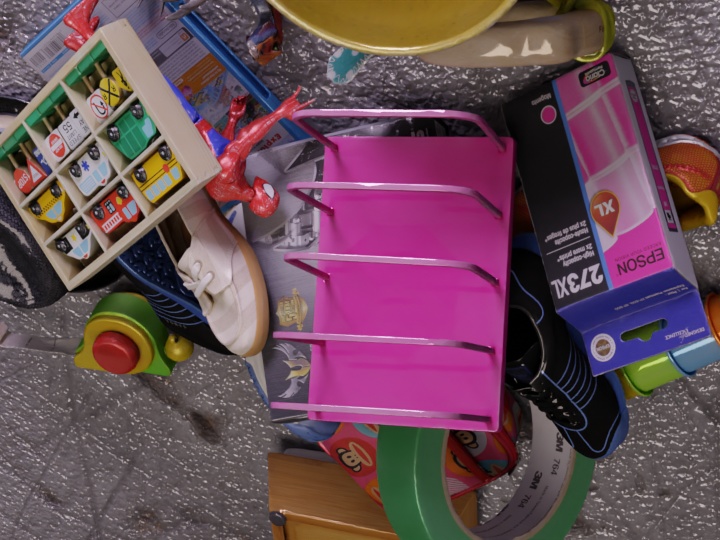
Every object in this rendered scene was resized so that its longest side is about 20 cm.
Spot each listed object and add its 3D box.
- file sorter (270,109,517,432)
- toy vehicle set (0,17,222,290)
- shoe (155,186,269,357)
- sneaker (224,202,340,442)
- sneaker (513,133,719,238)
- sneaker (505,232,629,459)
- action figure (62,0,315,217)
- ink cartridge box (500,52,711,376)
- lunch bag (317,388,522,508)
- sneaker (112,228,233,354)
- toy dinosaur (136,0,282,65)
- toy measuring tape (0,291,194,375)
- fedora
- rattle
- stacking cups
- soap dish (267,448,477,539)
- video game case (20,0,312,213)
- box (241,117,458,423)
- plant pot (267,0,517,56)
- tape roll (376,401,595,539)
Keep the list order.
[{"bbox_3d":[0.020,0.001,0.964,0.137,0.203,0.125,2,174,17],"label":"file sorter"},{"bbox_3d":[-0.192,-0.079,1.055,0.199,0.026,0.125,-33,91,46],"label":"toy vehicle set"},{"bbox_3d":[-0.125,-0.021,1.077,0.053,0.201,0.070,-8,150,-33],"label":"shoe"},{"bbox_3d":[-0.046,0.029,1.127,0.088,0.075,0.202,-25,77,27],"label":"sneaker"},{"bbox_3d":[0.166,-0.037,1.049,0.199,0.078,0.073,-25,119,37],"label":"sneaker"},{"bbox_3d":[0.136,0.073,1.074,0.070,0.078,0.201,1,127,44],"label":"sneaker"},{"bbox_3d":[-0.114,-0.129,1.055,0.200,0.099,0.065,48,163,4],"label":"action figure"},{"bbox_3d":[0.165,-0.037,0.992,0.094,0.037,0.202,-23,76,34],"label":"ink cartridge box"},{"bbox_3d":[0.042,0.100,1.213,0.175,0.082,0.200,-28,115,31],"label":"lunch bag"},{"bbox_3d":[-0.159,0.004,1.190,0.200,0.070,0.078,42,147,-21],"label":"sneaker"},{"bbox_3d":[-0.089,-0.227,0.978,0.200,0.106,0.181,-41,135,20],"label":"toy dinosaur"},{"bbox_3d":[-0.240,0.049,1.278,0.198,0.074,0.074,7,131,14],"label":"toy measuring tape"},{"bbox_3d":[-0.282,-0.041,1.198,0.198,0.092,0.202,10,131,11],"label":"fedora"},{"bbox_3d":[0.063,-0.195,0.949,0.199,0.130,0.144,11,129,38],"label":"rattle"},{"bbox_3d":[0.258,0.047,1.106,0.199,0.061,0.061,-27,116,30],"label":"stacking cups"},{"bbox_3d":[0.009,0.251,1.347,0.198,0.082,0.159,9,131,15],"label":"soap dish"},{"bbox_3d":[-0.148,-0.133,1.123,0.143,0.018,0.200,-31,113,36],"label":"video game case"},{"bbox_3d":[0.000,0.000,1.062,0.157,0.202,0.048,-11,170,16],"label":"box"},{"bbox_3d":[0.026,-0.252,0.872,0.198,0.143,0.202,11,131,12],"label":"plant pot"},{"bbox_3d":[0.102,0.137,1.135,0.048,0.201,0.201,5,136,51],"label":"tape roll"}]
